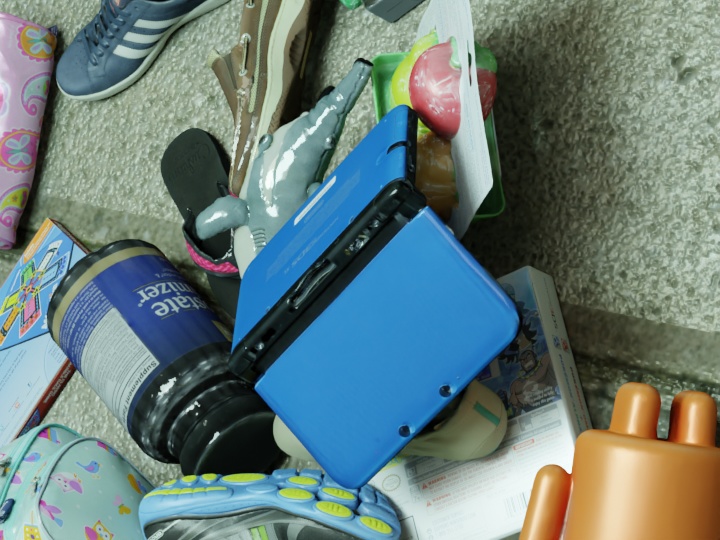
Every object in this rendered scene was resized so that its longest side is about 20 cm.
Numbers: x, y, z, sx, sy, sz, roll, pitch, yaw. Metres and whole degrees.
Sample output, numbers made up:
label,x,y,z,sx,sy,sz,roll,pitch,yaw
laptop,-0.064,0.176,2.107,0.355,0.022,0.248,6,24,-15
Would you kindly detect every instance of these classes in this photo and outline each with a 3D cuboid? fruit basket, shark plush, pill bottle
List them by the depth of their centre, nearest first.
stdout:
label,x,y,z,sx,sy,sz,roll,pitch,yaw
fruit basket,0.068,-0.111,1.639,0.200,0.093,0.186,126,140,-65
shark plush,-0.034,-0.064,1.710,0.083,0.091,0.200,42,102,35
pill bottle,-0.147,0.077,1.768,0.112,0.112,0.200,-51,58,12

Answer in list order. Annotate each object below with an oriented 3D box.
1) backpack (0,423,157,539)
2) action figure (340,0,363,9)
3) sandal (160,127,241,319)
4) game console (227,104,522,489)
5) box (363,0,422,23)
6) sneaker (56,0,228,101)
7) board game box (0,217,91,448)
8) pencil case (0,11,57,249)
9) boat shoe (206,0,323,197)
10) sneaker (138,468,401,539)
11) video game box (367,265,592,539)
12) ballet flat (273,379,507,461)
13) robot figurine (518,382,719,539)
label,x,y,z,sx,sy,sz,roll,pitch,yaw
backpack,-0.225,0.211,1.733,0.153,0.176,0.200,-39,21,19
action figure,-0.056,-0.273,1.781,0.118,0.055,0.200,-36,65,-7
sandal,-0.112,-0.034,1.812,0.075,0.045,0.200,-42,60,15
game console,0.011,0.017,1.590,0.200,0.118,0.171,-46,22,29
box,0.038,-0.318,1.791,0.156,0.041,0.200,-35,63,21
sneaker,-0.190,-0.217,1.885,0.200,0.084,0.075,-39,61,19
board game box,-0.281,0.066,1.912,0.103,0.019,0.200,40,101,31
pencil case,-0.313,-0.119,1.943,0.087,0.087,0.201,2,79,33
boat shoe,-0.083,-0.152,1.801,0.075,0.075,0.203,11,73,8
sneaker,-0.063,0.191,1.660,0.199,0.071,0.083,-2,107,19
video game box,0.068,0.118,1.660,0.200,0.047,0.183,-24,68,26
ballet flat,0.009,0.099,1.637,0.199,0.069,0.070,-4,76,32
robot figurine,0.192,0.177,1.522,0.116,0.144,0.201,7,87,49
